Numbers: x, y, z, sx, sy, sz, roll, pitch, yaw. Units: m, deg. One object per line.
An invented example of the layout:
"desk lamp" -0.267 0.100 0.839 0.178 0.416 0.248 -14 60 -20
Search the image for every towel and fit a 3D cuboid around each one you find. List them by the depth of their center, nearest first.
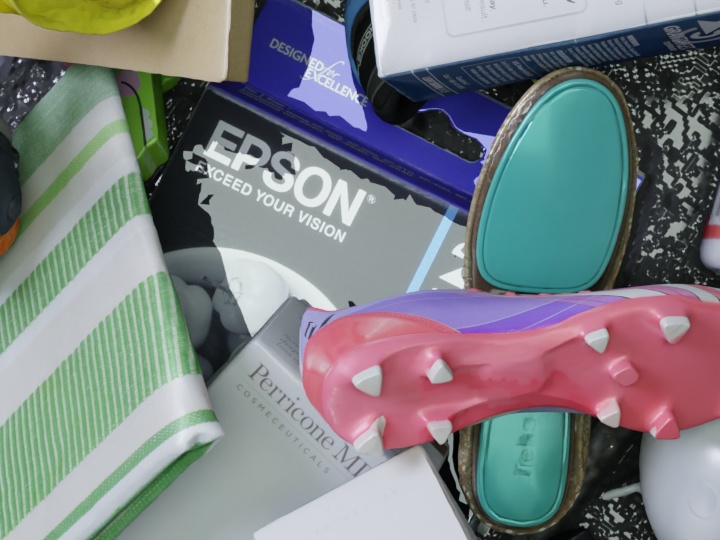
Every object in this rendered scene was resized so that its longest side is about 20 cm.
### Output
"towel" -0.127 0.026 1.037 0.153 0.023 0.200 -44 49 33

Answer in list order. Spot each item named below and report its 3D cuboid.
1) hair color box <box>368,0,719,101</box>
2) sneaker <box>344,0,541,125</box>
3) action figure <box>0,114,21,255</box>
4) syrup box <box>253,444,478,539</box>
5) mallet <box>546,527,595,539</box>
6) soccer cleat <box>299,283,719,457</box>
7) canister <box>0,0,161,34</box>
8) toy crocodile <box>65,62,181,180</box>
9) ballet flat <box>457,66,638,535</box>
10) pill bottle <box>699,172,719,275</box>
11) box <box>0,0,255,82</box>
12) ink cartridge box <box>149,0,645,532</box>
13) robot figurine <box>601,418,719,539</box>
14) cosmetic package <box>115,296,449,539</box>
"hair color box" 0.103 -0.138 1.004 0.200 0.061 0.100 -10 81 16
"sneaker" 0.090 -0.107 1.074 0.199 0.071 0.083 -12 73 18
"action figure" -0.190 -0.026 0.982 0.104 0.194 0.200 14 72 14
"syrup box" 0.034 0.167 1.017 0.079 0.200 0.081 -28 48 1
"mallet" 0.133 0.144 1.024 0.041 0.200 0.066 -27 97 -26
"soccer cleat" 0.073 0.029 0.984 0.200 0.076 0.067 -7 122 -13
"canister" -0.146 -0.200 0.980 0.200 0.086 0.149 36 114 42
"toy crocodile" -0.116 -0.139 1.098 0.062 0.068 0.200 -8 83 2
"ballet flat" 0.074 0.011 1.042 0.070 0.065 0.200 11 98 -1
"pill bottle" 0.226 -0.083 1.061 0.114 0.114 0.200 16 88 3
"box" -0.095 -0.183 1.004 0.163 0.021 0.200 11 98 46
"ink cartridge box" 0.000 0.000 1.104 0.198 0.043 0.200 26 88 3
"robot figurine" 0.207 0.088 1.056 0.200 0.113 0.170 7 122 2
"cosmetic package" -0.066 0.118 1.059 0.102 0.074 0.200 42 109 -2
